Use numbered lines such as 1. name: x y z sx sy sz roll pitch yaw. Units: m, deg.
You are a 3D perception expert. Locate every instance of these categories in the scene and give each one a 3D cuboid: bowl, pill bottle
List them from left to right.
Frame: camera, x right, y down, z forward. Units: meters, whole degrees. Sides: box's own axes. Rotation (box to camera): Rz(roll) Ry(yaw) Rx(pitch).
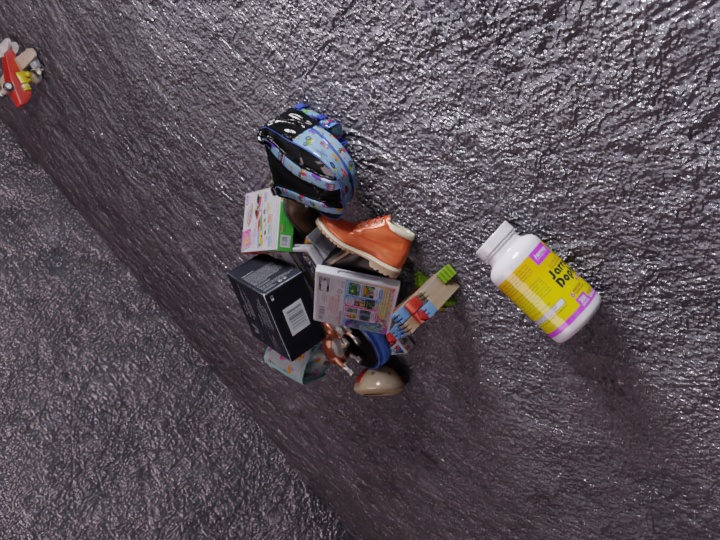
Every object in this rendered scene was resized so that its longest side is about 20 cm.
1. bowl: -0.010 0.167 1.750 0.200 0.039 0.202 36 150 24
2. pill bottle: 0.284 0.014 1.116 0.200 0.104 0.104 43 153 6

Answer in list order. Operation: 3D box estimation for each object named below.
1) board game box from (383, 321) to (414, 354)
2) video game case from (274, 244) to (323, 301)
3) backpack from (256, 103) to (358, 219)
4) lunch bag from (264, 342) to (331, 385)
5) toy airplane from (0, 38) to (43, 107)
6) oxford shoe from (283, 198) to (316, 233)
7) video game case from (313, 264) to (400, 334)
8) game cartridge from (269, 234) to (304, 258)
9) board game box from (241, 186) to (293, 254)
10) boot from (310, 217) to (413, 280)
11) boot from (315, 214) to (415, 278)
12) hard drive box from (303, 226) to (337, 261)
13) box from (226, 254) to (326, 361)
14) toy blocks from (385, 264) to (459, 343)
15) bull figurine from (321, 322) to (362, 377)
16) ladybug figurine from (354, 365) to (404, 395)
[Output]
1. board game box: 0.041 0.158 1.744 0.127 0.035 0.199 53 153 -10
2. video game case: -0.113 0.023 1.634 0.181 0.023 0.201 4 130 56
3. backpack: -0.082 -0.203 1.325 0.199 0.134 0.184 31 149 29
4. lunch bag: -0.154 0.211 1.910 0.169 0.201 0.122 24 155 35
5. toy airplane: -1.125 -0.659 2.268 0.200 0.140 0.201 38 116 35
6. oxford shoe: -0.125 -0.154 1.526 0.084 0.073 0.201 25 146 33
7. video game case: -0.012 0.068 1.513 0.180 0.024 0.201 11 144 2
8. game cartridge: -0.209 -0.012 1.794 0.133 0.041 0.201 39 127 23
9. board game box: -0.223 -0.118 1.651 0.199 0.040 0.155 0 85 56
10. boot: 0.000 0.000 1.475 0.199 0.078 0.138 -36 102 33
11. boot: 0.011 -0.079 1.371 0.198 0.108 0.075 28 -162 -4
12. hard drive box: -0.041 0.000 1.606 0.200 0.077 0.156 42 154 10
13. box: -0.206 0.084 1.681 0.199 0.117 0.198 23 138 50
14. toy blocks: 0.115 0.078 1.414 0.100 0.137 0.200 47 153 0
15. bull figurine: -0.054 0.195 1.739 0.121 0.065 0.201 28 147 32
16. ladybug figurine: 0.049 0.295 1.835 0.200 0.134 0.073 112 157 -76
